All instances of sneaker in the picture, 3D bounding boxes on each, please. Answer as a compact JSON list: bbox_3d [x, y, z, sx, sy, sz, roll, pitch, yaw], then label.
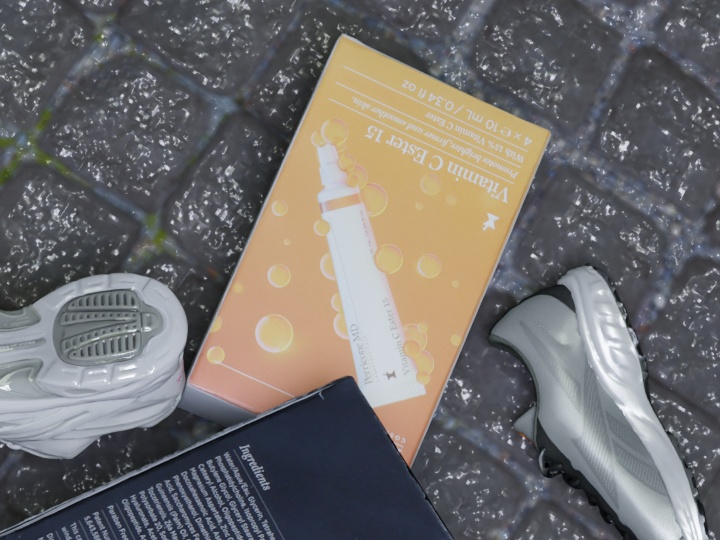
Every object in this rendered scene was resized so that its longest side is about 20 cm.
[{"bbox_3d":[0.131,0.101,1.308,0.079,0.074,0.201,-23,78,-1],"label":"sneaker"},{"bbox_3d":[-0.179,0.061,1.209,0.198,0.100,0.078,-2,54,4],"label":"sneaker"}]

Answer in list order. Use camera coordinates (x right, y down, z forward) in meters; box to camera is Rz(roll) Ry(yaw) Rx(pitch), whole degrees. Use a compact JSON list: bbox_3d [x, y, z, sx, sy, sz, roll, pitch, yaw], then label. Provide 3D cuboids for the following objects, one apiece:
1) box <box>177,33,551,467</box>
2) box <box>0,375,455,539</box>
[{"bbox_3d":[0.000,0.000,1.288,0.124,0.097,0.201,24,78,-3],"label":"box"},{"bbox_3d":[-0.054,0.187,1.185,0.196,0.201,0.124,-25,49,-12],"label":"box"}]
